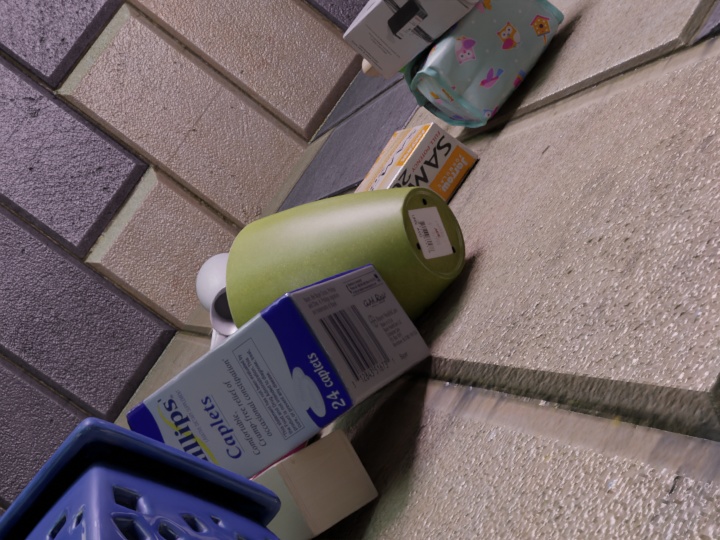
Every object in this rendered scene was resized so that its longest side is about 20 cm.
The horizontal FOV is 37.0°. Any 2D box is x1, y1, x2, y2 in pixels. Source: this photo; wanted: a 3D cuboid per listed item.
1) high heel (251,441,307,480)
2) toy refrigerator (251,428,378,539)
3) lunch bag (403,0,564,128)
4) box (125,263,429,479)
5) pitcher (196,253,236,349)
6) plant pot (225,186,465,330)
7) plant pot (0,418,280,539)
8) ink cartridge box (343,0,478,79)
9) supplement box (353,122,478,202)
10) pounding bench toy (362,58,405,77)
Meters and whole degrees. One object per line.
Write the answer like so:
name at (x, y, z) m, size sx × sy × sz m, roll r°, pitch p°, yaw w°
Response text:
high heel at (-0.135, 0.208, 1.143) m, size 0.200 × 0.096 × 0.067 m, roll -49°, pitch 12°, yaw 23°
toy refrigerator at (-0.077, 0.205, 0.911) m, size 0.076 × 0.070 × 0.200 m, roll -23°, pitch -13°, yaw -40°
lunch bag at (0.146, -0.270, 1.346) m, size 0.171 × 0.122 × 0.200 m, roll -51°, pitch 7°, yaw 0°
box at (-0.068, 0.099, 0.931) m, size 0.199 × 0.105 × 0.184 m, roll -37°, pitch -7°, yaw 23°
pitcher at (-0.268, 0.066, 2.111) m, size 0.200 × 0.120 × 0.173 m, roll -118°, pitch 49°, yaw -65°
plant pot at (0.000, 0.000, 1.068) m, size 0.199 × 0.187 × 0.188 m, roll -25°, pitch 27°, yaw 38°
plant pot at (-0.153, 0.229, 0.720) m, size 0.200 × 0.199 × 0.180 m, roll -48°, pitch 37°, yaw 17°
ink cartridge box at (0.084, -0.342, 1.304) m, size 0.145 × 0.084 × 0.200 m, roll -57°, pitch 15°, yaw -28°
supplement box at (0.058, -0.110, 1.349) m, size 0.127 × 0.073 × 0.200 m, roll -55°, pitch 12°, yaw -4°
pounding bench toy at (0.112, -0.322, 1.542) m, size 0.201 × 0.155 × 0.124 m, roll -57°, pitch 12°, yaw -15°
